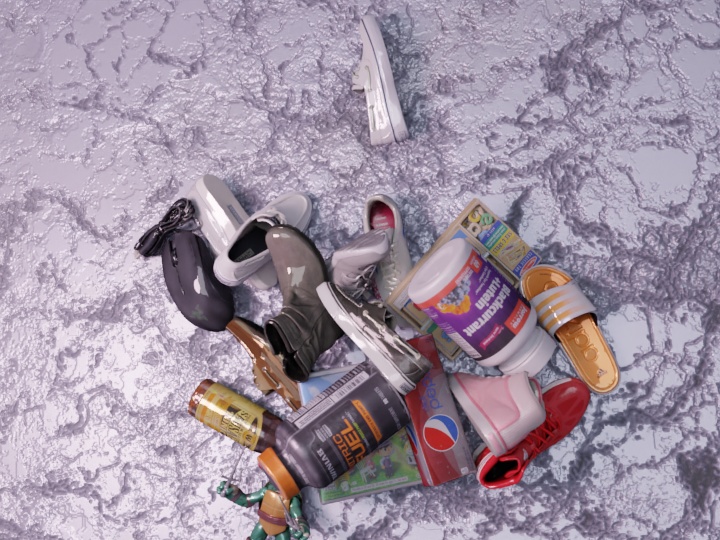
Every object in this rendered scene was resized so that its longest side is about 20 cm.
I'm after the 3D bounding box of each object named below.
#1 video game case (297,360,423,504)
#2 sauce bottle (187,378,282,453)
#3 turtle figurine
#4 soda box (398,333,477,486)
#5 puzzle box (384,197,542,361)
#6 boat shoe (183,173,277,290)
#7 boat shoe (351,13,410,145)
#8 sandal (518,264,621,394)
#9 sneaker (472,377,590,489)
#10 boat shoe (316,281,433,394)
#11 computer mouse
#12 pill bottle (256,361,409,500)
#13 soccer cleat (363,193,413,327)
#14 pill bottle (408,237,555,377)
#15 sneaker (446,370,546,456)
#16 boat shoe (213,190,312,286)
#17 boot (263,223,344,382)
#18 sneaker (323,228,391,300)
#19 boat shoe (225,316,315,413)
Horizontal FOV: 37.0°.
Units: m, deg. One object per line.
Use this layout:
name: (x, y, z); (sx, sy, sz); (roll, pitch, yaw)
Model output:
video game case: (0.023, 0.219, 1.520); (0.199, 0.022, 0.183); (-10, 80, -12)
sauce bottle: (-0.154, 0.227, 1.565); (0.199, 0.066, 0.066); (25, 86, 14)
turtle figurine: (-0.123, 0.347, 1.515); (0.149, 0.101, 0.201); (16, 106, 30)
soda box: (0.093, 0.194, 1.494); (0.070, 0.063, 0.201); (-16, 81, -12)
puzzle box: (0.147, 0.014, 1.539); (0.133, 0.025, 0.200); (41, 89, -13)
boat shoe: (-0.200, -0.047, 1.622); (0.068, 0.072, 0.200); (-38, 87, 31)
boat shoe: (0.017, -0.285, 1.614); (0.066, 0.074, 0.201); (-16, 79, 5)
sandal: (0.302, 0.076, 1.505); (0.079, 0.059, 0.207); (-33, 80, -3)
sneaker: (0.239, 0.231, 1.460); (0.078, 0.116, 0.200); (45, 96, -3)
boat shoe: (0.020, 0.077, 1.455); (0.064, 0.071, 0.200); (-45, 66, 3)
computer mouse: (-0.263, 0.007, 1.609); (0.138, 0.053, 0.200); (-37, 80, 32)
pill bottle: (-0.040, 0.220, 1.442); (0.200, 0.106, 0.106); (-36, 76, -14)
soccer cleat: (0.040, -0.016, 1.559); (0.070, 0.086, 0.201); (-16, 78, 7)
pill bottle: (0.171, 0.060, 1.479); (0.200, 0.111, 0.111); (43, 90, -13)
sneaker: (0.189, 0.174, 1.459); (0.104, 0.200, 0.075); (-34, 109, -1)
boat shoe: (-0.131, -0.055, 1.567); (0.073, 0.065, 0.200); (39, 57, 1)
boot: (-0.093, 0.045, 1.492); (0.067, 0.131, 0.201); (-14, 110, 35)
sneaker: (0.000, 0.000, 1.527); (0.075, 0.200, 0.082); (-31, 89, -25)
boat shoe: (-0.124, 0.148, 1.569); (0.200, 0.076, 0.074); (40, 93, 14)
